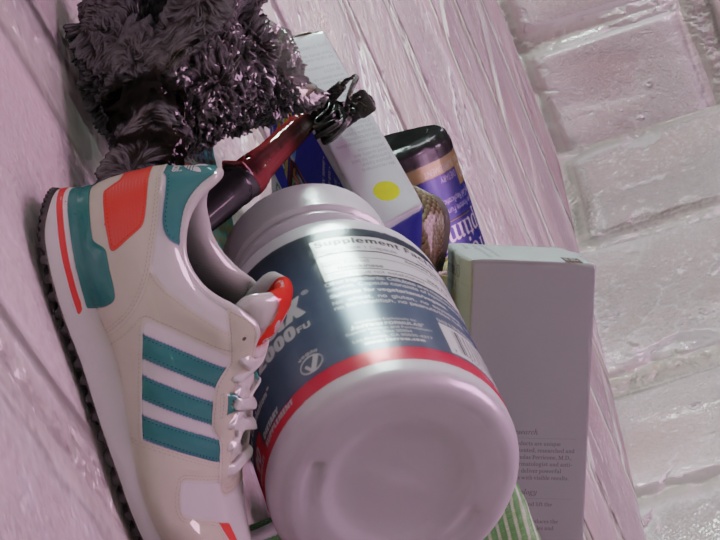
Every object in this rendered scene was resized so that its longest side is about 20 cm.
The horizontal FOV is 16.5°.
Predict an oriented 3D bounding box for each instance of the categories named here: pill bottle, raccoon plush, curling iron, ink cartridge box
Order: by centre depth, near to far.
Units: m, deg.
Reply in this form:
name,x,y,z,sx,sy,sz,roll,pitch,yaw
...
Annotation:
name,x,y,z,sx,sy,sz,roll,pitch,yaw
pill bottle,-0.006,0.046,1.194,0.200,0.119,0.120,-115,-179,-56
raccoon plush,-0.088,-0.064,1.219,0.134,0.096,0.201,58,46,-50
curling iron,-0.054,-0.052,1.275,0.026,0.049,0.200,56,44,-5
ink cartridge box,0.000,0.000,1.413,0.198,0.047,0.200,93,-26,-50
pill bottle,0.037,0.011,1.698,0.112,0.111,0.201,-65,137,-76

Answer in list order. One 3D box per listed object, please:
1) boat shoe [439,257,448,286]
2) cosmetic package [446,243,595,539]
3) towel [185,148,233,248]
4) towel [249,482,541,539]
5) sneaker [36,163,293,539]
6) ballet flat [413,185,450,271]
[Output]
name,x,y,z,sx,sy,sz,roll,pitch,yaw
boat shoe,0.033,0.020,1.583,0.200,0.074,0.076,57,9,-9
cosmetic package,0.093,0.086,1.514,0.113,0.081,0.201,-149,-120,-83
towel,-0.080,0.002,1.307,0.147,0.022,0.201,28,46,-78
towel,0.035,0.195,1.249,0.023,0.152,0.201,-141,-150,-75
sneaker,-0.067,0.047,1.076,0.070,0.093,0.201,-68,140,-75
ballet flat,0.021,0.047,1.515,0.046,0.067,0.201,9,85,-53
